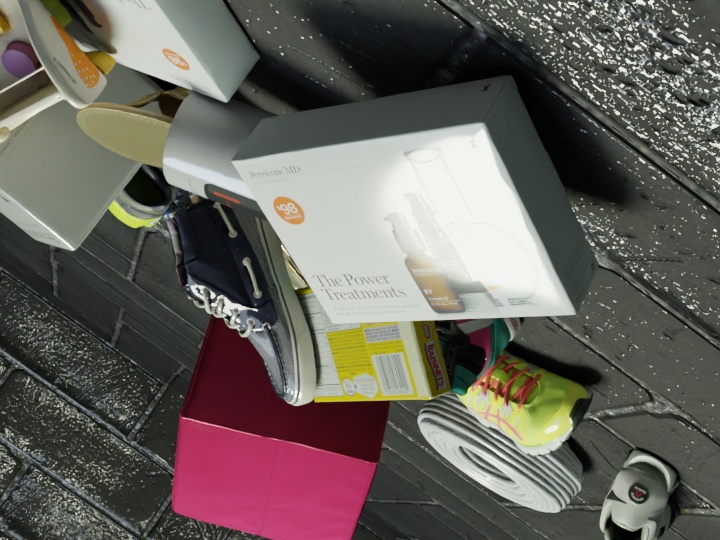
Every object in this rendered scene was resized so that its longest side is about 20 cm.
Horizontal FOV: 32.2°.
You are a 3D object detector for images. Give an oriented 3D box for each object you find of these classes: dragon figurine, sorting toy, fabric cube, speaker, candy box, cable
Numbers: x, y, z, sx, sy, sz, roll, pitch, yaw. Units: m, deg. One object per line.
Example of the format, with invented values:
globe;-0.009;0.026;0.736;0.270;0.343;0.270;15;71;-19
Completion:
dragon figurine;-0.143;-0.038;1.323;0.099;0.059;0.200;31;174;16
sorting toy;-0.298;-0.188;0.947;0.199;0.107;0.181;-17;116;36
fabric cube;-0.075;0.142;1.276;0.198;0.198;0.200;14;143;0
speaker;-0.048;-0.071;0.947;0.198;0.082;0.081;21;162;13
candy box;0.002;0.056;1.032;0.199;0.026;0.103;-11;92;61
cable;0.158;0.201;1.402;0.199;0.070;0.200;13;154;52

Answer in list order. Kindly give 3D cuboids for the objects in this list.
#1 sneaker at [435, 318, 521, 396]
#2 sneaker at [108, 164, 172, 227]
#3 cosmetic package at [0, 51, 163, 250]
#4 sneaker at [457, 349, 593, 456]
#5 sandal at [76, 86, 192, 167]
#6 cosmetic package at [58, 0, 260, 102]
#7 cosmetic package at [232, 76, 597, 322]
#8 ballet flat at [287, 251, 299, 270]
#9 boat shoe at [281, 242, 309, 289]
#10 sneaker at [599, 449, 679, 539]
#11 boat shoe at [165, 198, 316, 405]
sneaker;0.053;0.040;1.042;0.083;0.121;0.200;19;158;44
sneaker;-0.286;-0.125;1.380;0.199;0.074;0.081;35;156;-23
cosmetic package;-0.305;-0.147;1.132;0.200;0.167;0.167;41;166;-24
sneaker;0.137;0.113;1.173;0.090;0.078;0.199;43;163;-21
sandal;-0.130;-0.124;1.052;0.210;0.070;0.078;16;154;-16
cosmetic package;-0.187;-0.212;0.929;0.199;0.052;0.151;23;163;35
cosmetic package;0.034;-0.038;0.809;0.198;0.052;0.152;-4;128;38
ballet flat;0.000;0.000;1.127;0.067;0.073;0.200;-1;145;38
boat shoe;-0.039;-0.015;1.172;0.200;0.072;0.065;46;163;-18
sneaker;0.278;0.254;1.285;0.074;0.089;0.200;25;164;24
boat shoe;-0.107;0.029;1.087;0.075;0.092;0.202;-21;85;65
